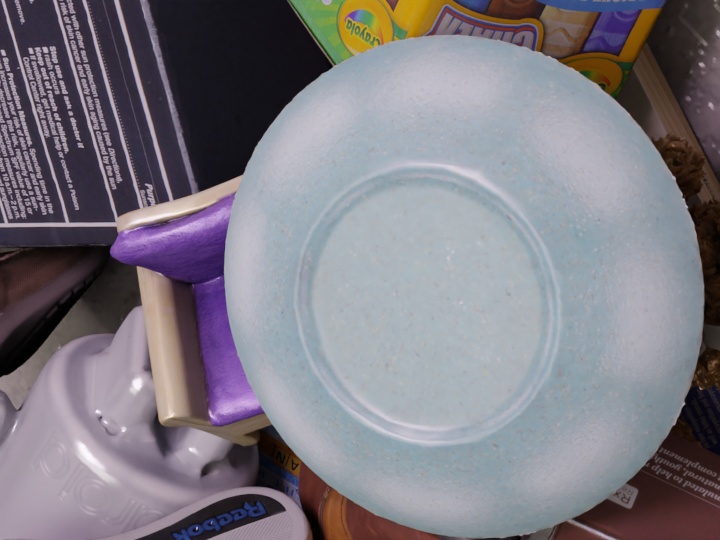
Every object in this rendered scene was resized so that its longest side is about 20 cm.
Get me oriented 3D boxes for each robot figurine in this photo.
[{"bbox_3d":[-0.124,0.110,1.230,0.169,0.113,0.200,26,121,-14],"label":"robot figurine"}]

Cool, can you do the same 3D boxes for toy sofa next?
[{"bbox_3d":[0.000,0.000,1.070,0.200,0.098,0.083,-20,67,24],"label":"toy sofa"}]

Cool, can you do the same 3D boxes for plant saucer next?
[{"bbox_3d":[0.031,0.011,1.003,0.200,0.039,0.202,4,101,22],"label":"plant saucer"}]

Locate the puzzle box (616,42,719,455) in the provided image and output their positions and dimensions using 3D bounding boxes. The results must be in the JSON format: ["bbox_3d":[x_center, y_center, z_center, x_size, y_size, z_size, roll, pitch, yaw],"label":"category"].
[{"bbox_3d":[0.109,0.003,1.157,0.133,0.025,0.200,-27,88,34],"label":"puzzle box"}]

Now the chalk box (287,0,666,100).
[{"bbox_3d":[0.047,-0.137,1.075,0.125,0.124,0.200,54,128,43],"label":"chalk box"}]

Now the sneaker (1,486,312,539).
[{"bbox_3d":[-0.114,0.173,1.158,0.073,0.199,0.112,-113,15,-46],"label":"sneaker"}]

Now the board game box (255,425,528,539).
[{"bbox_3d":[-0.033,0.144,1.275,0.200,0.041,0.200,33,118,21],"label":"board game box"}]

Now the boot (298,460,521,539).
[{"bbox_3d":[0.016,0.166,1.144,0.188,0.068,0.201,23,115,58],"label":"boot"}]

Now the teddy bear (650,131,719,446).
[{"bbox_3d":[0.131,0.015,1.101,0.200,0.067,0.145,-26,98,28],"label":"teddy bear"}]

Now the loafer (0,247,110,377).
[{"bbox_3d":[-0.187,0.015,1.240,0.071,0.200,0.073,43,122,2],"label":"loafer"}]

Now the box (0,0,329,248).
[{"bbox_3d":[-0.132,-0.120,1.197,0.198,0.123,0.201,1,114,37],"label":"box"}]

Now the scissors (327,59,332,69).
[{"bbox_3d":[-0.055,-0.125,1.233,0.200,0.014,0.073,12,115,31],"label":"scissors"}]

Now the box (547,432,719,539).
[{"bbox_3d":[0.113,0.160,1.121,0.100,0.075,0.200,26,138,5],"label":"box"}]
